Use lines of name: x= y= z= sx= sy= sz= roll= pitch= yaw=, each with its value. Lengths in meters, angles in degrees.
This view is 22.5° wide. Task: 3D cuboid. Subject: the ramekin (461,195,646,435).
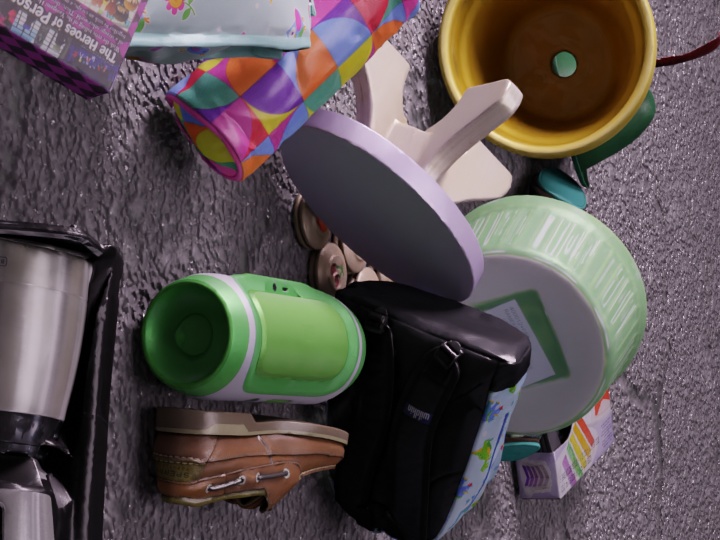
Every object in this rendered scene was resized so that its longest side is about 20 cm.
ramekin: x=0.143 y=0.045 z=1.575 sx=0.098 sy=0.198 sz=0.202 roll=-50 pitch=132 yaw=-59

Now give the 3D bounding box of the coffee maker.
coffee maker: x=-0.185 y=0.087 z=0.983 sx=0.192 sy=0.134 sz=0.202 roll=23 pitch=68 yaw=-62

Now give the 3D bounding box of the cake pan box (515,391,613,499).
cake pan box: x=0.204 y=0.121 z=1.874 sx=0.200 sy=0.052 sz=0.186 roll=-26 pitch=109 yaw=-62

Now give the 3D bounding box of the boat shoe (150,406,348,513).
boat shoe: x=-0.080 y=0.135 z=1.277 sx=0.199 sy=0.071 sz=0.069 roll=12 pitch=81 yaw=-54

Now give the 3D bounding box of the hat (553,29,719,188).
hat: x=0.298 y=-0.183 z=1.885 sx=0.200 sy=0.174 sz=0.167 roll=-79 pitch=153 yaw=-64

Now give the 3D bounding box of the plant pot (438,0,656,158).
plant pot: x=0.184 y=-0.205 z=1.715 sx=0.189 sy=0.199 sz=0.203 roll=-5 pitch=93 yaw=-78

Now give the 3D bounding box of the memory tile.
memory tile: x=0.000 y=0.000 z=1.500 sx=0.153 sy=0.017 sz=0.202 roll=-51 pitch=133 yaw=-53

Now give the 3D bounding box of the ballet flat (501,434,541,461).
ballet flat: x=0.104 y=0.142 z=1.667 sx=0.200 sy=0.074 sz=0.075 roll=15 pitch=75 yaw=-65

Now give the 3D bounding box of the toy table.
toy table: x=0.037 y=-0.084 z=1.398 sx=0.200 sy=0.183 sz=0.118 roll=52 pitch=56 yaw=-37

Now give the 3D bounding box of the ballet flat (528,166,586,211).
ballet flat: x=0.194 y=-0.052 z=1.835 sx=0.069 sy=0.068 sz=0.200 roll=-57 pitch=-173 yaw=14

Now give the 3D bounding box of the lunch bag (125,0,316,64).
lunch bag: x=-0.112 y=-0.217 z=1.139 sx=0.199 sy=0.121 sz=0.172 roll=-8 pitch=96 yaw=-46

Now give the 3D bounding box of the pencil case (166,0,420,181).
pencil case: x=-0.045 y=-0.153 z=1.263 sx=0.200 sy=0.088 sz=0.089 roll=-45 pitch=134 yaw=-17

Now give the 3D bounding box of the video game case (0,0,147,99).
video game case: x=-0.189 y=-0.220 z=0.978 sx=0.199 sy=0.036 sz=0.183 roll=30 pitch=69 yaw=-29

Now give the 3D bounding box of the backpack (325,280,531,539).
backpack: x=0.048 y=0.119 z=1.422 sx=0.154 sy=0.162 sz=0.202 roll=-21 pitch=127 yaw=-63

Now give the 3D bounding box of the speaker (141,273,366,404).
speaker: x=-0.071 y=0.050 z=1.274 sx=0.200 sy=0.088 sz=0.089 roll=11 pitch=78 yaw=-63
